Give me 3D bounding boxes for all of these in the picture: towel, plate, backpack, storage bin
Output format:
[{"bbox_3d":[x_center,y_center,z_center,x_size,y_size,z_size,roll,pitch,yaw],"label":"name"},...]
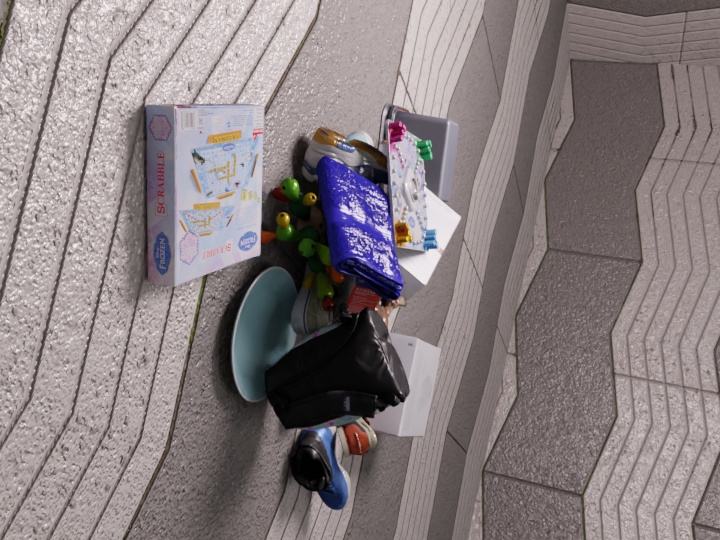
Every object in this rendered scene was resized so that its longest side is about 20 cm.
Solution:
[{"bbox_3d":[0.003,-0.066,1.134,0.147,0.049,0.201,31,37,-45],"label":"towel"},{"bbox_3d":[-0.146,0.092,1.131,0.200,0.025,0.202,10,90,-69],"label":"plate"},{"bbox_3d":[-0.038,0.162,1.136,0.126,0.199,0.168,29,37,-64],"label":"backpack"},{"bbox_3d":[0.113,-0.224,1.523,0.145,0.133,0.202,-8,105,-68],"label":"storage bin"}]

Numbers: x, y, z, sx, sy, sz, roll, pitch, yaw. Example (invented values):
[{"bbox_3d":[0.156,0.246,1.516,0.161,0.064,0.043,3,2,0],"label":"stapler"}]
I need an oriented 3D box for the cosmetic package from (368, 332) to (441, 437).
[{"bbox_3d":[0.074,0.242,1.624,0.200,0.122,0.201,34,67,-68],"label":"cosmetic package"}]

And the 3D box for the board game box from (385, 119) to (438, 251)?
[{"bbox_3d":[0.089,-0.136,1.285,0.200,0.026,0.202,3,84,-69],"label":"board game box"}]

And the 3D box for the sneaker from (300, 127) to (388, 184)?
[{"bbox_3d":[-0.017,-0.165,1.246,0.199,0.075,0.089,14,114,-43],"label":"sneaker"}]

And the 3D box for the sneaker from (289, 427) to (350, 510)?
[{"bbox_3d":[-0.072,0.368,1.355,0.111,0.076,0.202,-57,144,-58],"label":"sneaker"}]

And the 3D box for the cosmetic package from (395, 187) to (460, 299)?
[{"bbox_3d":[0.102,-0.053,1.422,0.074,0.101,0.201,-41,-165,51],"label":"cosmetic package"}]

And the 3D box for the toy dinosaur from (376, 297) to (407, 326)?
[{"bbox_3d":[0.014,0.078,1.462,0.200,0.085,0.137,3,96,-65],"label":"toy dinosaur"}]

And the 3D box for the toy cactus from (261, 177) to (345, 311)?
[{"bbox_3d":[-0.083,-0.049,1.157,0.201,0.102,0.165,61,11,-20],"label":"toy cactus"}]

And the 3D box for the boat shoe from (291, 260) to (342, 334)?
[{"bbox_3d":[-0.060,0.034,1.236,0.201,0.061,0.072,-76,165,-51],"label":"boat shoe"}]

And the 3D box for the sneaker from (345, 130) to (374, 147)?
[{"bbox_3d":[-0.010,-0.136,1.336,0.082,0.073,0.202,-40,124,-57],"label":"sneaker"}]

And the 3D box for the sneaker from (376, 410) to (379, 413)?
[{"bbox_3d":[0.019,0.206,1.444,0.200,0.120,0.084,-36,133,-52],"label":"sneaker"}]

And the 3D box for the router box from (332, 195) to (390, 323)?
[{"bbox_3d":[0.000,0.000,1.274,0.180,0.048,0.201,115,-14,-51],"label":"router box"}]

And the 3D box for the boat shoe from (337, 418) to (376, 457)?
[{"bbox_3d":[-0.011,0.293,1.414,0.200,0.062,0.072,-158,-128,-84],"label":"boat shoe"}]

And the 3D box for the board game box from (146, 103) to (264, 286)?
[{"bbox_3d":[-0.184,-0.100,0.932,0.200,0.041,0.202,-26,122,-65],"label":"board game box"}]
